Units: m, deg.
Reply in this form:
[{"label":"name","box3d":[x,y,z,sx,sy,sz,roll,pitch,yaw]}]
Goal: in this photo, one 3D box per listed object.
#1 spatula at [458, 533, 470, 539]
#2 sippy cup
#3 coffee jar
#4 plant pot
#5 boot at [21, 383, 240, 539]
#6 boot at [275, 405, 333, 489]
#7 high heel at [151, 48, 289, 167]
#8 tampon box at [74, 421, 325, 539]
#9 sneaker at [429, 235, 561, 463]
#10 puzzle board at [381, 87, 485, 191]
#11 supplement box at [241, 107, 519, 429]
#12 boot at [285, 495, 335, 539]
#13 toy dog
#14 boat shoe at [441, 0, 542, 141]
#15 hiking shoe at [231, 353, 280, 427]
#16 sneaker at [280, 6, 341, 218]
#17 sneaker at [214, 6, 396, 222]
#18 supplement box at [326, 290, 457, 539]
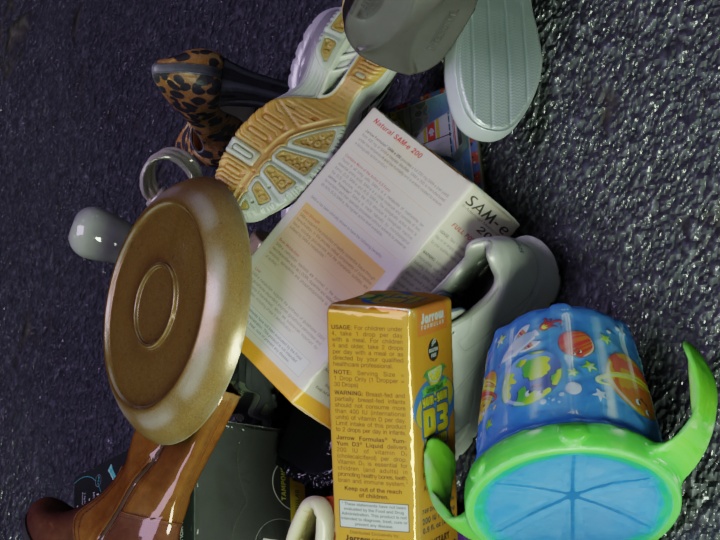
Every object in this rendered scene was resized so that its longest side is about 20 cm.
[{"label":"spatula","box3d":[0.038,0.212,1.600,0.200,0.021,0.057,-17,77,57]},{"label":"sippy cup","box3d":[0.131,0.098,1.399,0.140,0.178,0.130,92,178,-50]},{"label":"coffee jar","box3d":[0.032,-0.233,1.600,0.104,0.085,0.200,-58,22,32]},{"label":"plant pot","box3d":[-0.141,0.027,1.615,0.200,0.027,0.200,-25,59,52]},{"label":"boot","box3d":[-0.181,0.147,1.690,0.188,0.068,0.200,29,103,57]},{"label":"boot","box3d":[-0.026,0.080,1.699,0.198,0.073,0.163,19,92,52]},{"label":"high heel","box3d":[-0.152,-0.144,1.913,0.200,0.143,0.071,-21,63,54]},{"label":"tampon box","box3d":[-0.129,0.220,1.767,0.200,0.126,0.150,-29,57,50]},{"label":"sneaker","box3d":[0.057,0.057,1.525,0.074,0.087,0.200,32,97,35]},{"label":"puzzle board","box3d":[0.024,-0.038,1.644,0.151,0.017,0.200,-21,56,25]},{"label":"supplement box","box3d":[0.000,0.000,1.578,0.200,0.074,0.126,-50,48,2]},{"label":"boot","box3d":[-0.024,0.230,1.582,0.075,0.107,0.200,55,135,42]},{"label":"toy dog","box3d":[-0.142,-0.013,1.839,0.132,0.200,0.096,-47,19,3]},{"label":"boat shoe","box3d":[0.091,-0.174,1.618,0.062,0.072,0.200,131,150,-54]},{"label":"hiking shoe","box3d":[-0.119,0.066,1.766,0.200,0.101,0.076,80,-171,-51]},{"label":"sneaker","box3d":[-0.008,-0.112,1.759,0.082,0.075,0.200,0,85,43]},{"label":"sneaker","box3d":[-0.029,-0.107,1.653,0.076,0.088,0.200,37,78,15]},{"label":"supplement box","box3d":[0.022,0.116,1.470,0.069,0.067,0.200,0,99,28]}]
